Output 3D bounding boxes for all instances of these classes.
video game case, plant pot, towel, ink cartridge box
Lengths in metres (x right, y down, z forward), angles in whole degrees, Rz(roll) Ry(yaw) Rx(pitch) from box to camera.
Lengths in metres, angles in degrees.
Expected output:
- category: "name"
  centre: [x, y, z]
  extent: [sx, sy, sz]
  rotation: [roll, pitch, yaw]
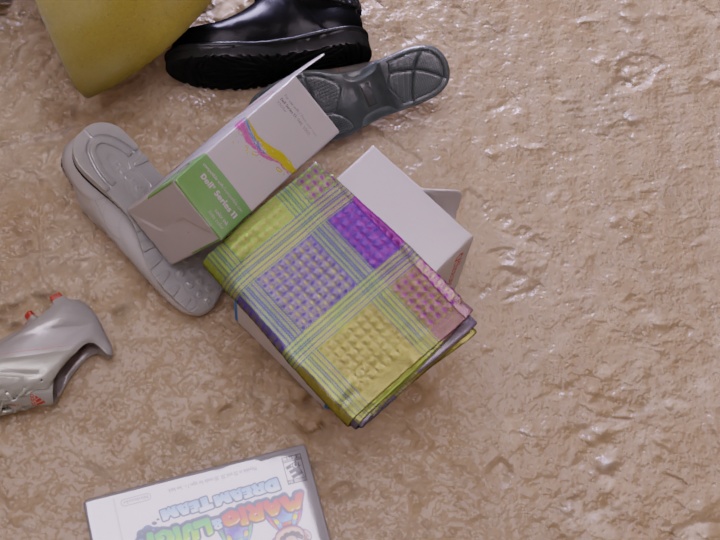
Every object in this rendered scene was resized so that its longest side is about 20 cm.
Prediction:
- category: "video game case"
  centre: [-0.120, 0.260, 1.088]
  extent: [0.199, 0.024, 0.183]
  rotation: [-13, 71, -9]
- category: "plant pot"
  centre: [-0.219, -0.276, 1.175]
  extent: [0.142, 0.200, 0.201]
  rotation: [-17, 71, -1]
- category: "towel"
  centre: [-0.018, 0.020, 1.050]
  extent: [0.144, 0.023, 0.200]
  rotation: [-41, 77, -15]
- category: "ink cartridge box"
  centre: [0.000, 0.000, 1.139]
  extent: [0.125, 0.129, 0.200]
  rotation: [43, 72, 12]
- category: "ink cartridge box"
  centre: [-0.100, -0.100, 1.132]
  extent: [0.067, 0.117, 0.200]
  rotation: [51, 60, -12]

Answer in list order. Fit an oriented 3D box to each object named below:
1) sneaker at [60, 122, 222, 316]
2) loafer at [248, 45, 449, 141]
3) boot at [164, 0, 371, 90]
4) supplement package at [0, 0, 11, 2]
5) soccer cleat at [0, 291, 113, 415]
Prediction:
- category: "sneaker"
  centre: [-0.201, -0.042, 1.175]
  extent: [0.076, 0.080, 0.200]
  rotation: [-37, 96, -35]
- category: "loafer"
  centre: [-0.010, -0.169, 1.245]
  extent: [0.199, 0.063, 0.072]
  rotation: [-14, 98, 5]
- category: "boot"
  centre: [-0.097, -0.267, 1.258]
  extent: [0.210, 0.079, 0.158]
  rotation: [-8, 73, -13]
- category: "supplement package"
  centre: [-0.424, -0.355, 1.220]
  extent: [0.200, 0.121, 0.120]
  rotation: [31, 107, 9]
- category: "soccer cleat"
  centre: [-0.310, 0.100, 1.113]
  extent: [0.200, 0.069, 0.078]
  rotation: [-38, 79, -19]
